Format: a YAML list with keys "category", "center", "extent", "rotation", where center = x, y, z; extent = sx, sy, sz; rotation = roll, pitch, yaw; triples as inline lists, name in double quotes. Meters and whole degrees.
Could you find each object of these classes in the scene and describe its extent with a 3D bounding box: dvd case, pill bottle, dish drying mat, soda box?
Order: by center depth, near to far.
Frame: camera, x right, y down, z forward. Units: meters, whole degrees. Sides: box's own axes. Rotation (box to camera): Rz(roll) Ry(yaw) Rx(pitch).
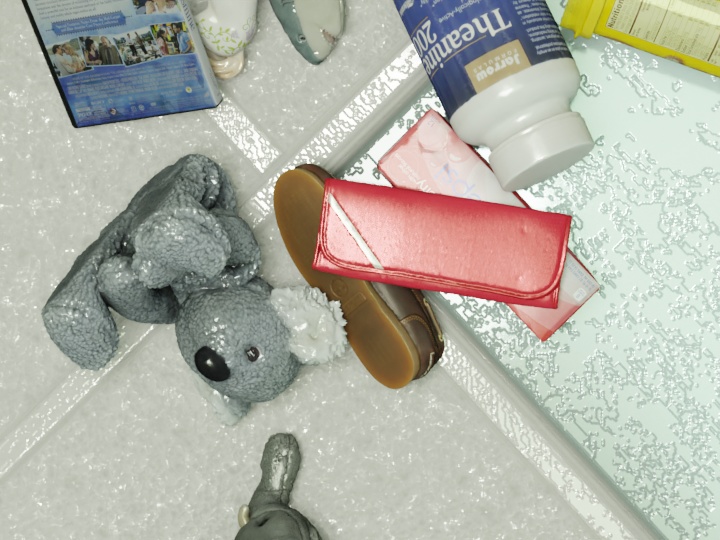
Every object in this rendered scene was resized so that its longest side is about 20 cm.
- category: "pill bottle"
  center: [0.106, -0.170, 1.610]
  extent: [0.110, 0.111, 0.201]
  rotation: [-26, 79, 5]
- category: "dish drying mat"
  center: [0.064, -0.021, 1.610]
  extent: [0.198, 0.018, 0.078]
  rotation: [9, 91, 0]
- category: "dvd case"
  center: [-0.205, -0.213, 1.634]
  extent: [0.142, 0.018, 0.201]
  rotation: [-6, 120, 26]
- category: "soda box"
  center: [0.104, -0.037, 1.654]
  extent: [0.070, 0.063, 0.200]
  rotation: [-44, 88, 5]

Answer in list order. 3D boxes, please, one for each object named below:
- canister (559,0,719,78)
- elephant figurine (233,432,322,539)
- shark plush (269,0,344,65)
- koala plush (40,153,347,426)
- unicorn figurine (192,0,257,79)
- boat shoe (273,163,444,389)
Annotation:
- category: "canister"
  center: [0.272, -0.226, 1.602]
  extent: [0.198, 0.087, 0.149]
  rotation: [20, 60, 2]
- category: "elephant figurine"
  center: [-0.075, 0.258, 1.639]
  extent: [0.155, 0.141, 0.201]
  rotation: [36, 99, 8]
- category: "shark plush"
  center: [-0.089, -0.259, 1.664]
  extent: [0.199, 0.091, 0.083]
  rotation: [36, 125, -2]
- category: "koala plush"
  center: [-0.118, 0.026, 1.638]
  extent: [0.177, 0.184, 0.200]
  rotation: [-38, 105, 27]
- category: "unicorn figurine"
  center: [-0.109, -0.238, 1.626]
  extent: [0.137, 0.201, 0.074]
  rotation: [30, 53, 21]
- category: "boat shoe"
  center: [0.000, 0.000, 1.665]
  extent: [0.070, 0.070, 0.201]
  rotation: [-26, 94, 40]
